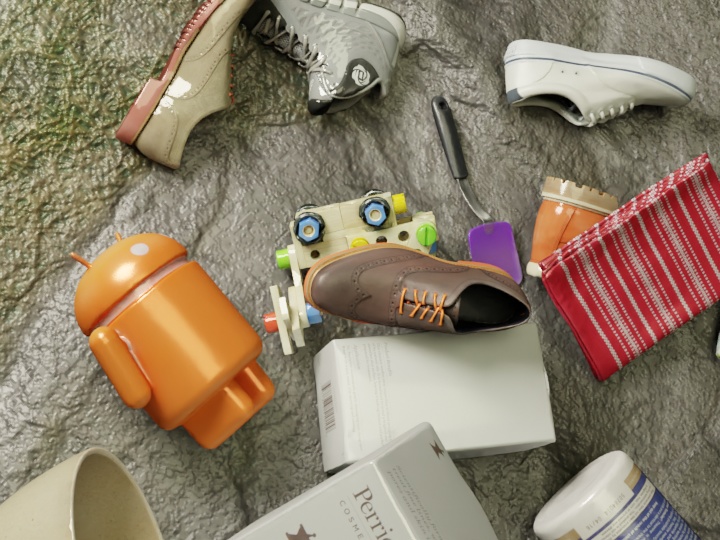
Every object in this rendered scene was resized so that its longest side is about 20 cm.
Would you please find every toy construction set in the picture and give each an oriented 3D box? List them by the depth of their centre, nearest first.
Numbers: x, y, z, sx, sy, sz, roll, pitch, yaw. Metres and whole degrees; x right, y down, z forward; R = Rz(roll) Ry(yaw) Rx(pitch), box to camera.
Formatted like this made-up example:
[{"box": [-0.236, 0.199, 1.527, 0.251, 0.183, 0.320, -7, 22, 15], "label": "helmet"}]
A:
[{"box": [0.000, 0.000, 1.225, 0.199, 0.092, 0.132, -16, 105, -12], "label": "toy construction set"}]

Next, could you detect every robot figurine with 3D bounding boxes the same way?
[{"box": [-0.163, 0.053, 1.141, 0.144, 0.117, 0.200, -39, 88, -22], "label": "robot figurine"}]

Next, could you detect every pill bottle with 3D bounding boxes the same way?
[{"box": [0.257, 0.270, 1.205, 0.111, 0.111, 0.200, -40, 88, -22], "label": "pill bottle"}]

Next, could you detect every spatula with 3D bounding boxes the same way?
[{"box": [0.106, -0.077, 1.306, 0.056, 0.021, 0.201, -13, 76, -32], "label": "spatula"}]

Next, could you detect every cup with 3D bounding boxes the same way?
[{"box": [-0.240, 0.255, 1.040, 0.142, 0.200, 0.202, -19, 80, 8], "label": "cup"}]

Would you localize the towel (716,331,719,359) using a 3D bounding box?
[{"box": [0.465, 0.038, 1.366, 0.199, 0.048, 0.172, 20, 70, -10], "label": "towel"}]

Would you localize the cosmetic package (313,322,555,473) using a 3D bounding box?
[{"box": [0.066, 0.114, 1.211, 0.198, 0.081, 0.114, -2, 75, -18], "label": "cosmetic package"}]

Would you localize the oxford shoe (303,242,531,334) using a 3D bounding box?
[{"box": [0.052, 0.019, 1.155, 0.198, 0.073, 0.072, 2, 103, -16], "label": "oxford shoe"}]

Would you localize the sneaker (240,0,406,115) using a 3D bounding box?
[{"box": [-0.055, -0.209, 1.271, 0.199, 0.075, 0.116, 13, 74, -13], "label": "sneaker"}]

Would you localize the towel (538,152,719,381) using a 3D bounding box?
[{"box": [0.276, 0.000, 1.278, 0.199, 0.022, 0.145, -34, 114, -5], "label": "towel"}]

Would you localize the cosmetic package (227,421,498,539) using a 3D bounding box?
[{"box": [-0.004, 0.248, 1.063, 0.199, 0.165, 0.165, -33, 84, 18], "label": "cosmetic package"}]

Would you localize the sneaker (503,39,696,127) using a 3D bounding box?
[{"box": [0.238, -0.178, 1.355, 0.198, 0.073, 0.071, 8, 82, -5], "label": "sneaker"}]

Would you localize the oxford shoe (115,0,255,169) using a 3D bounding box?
[{"box": [-0.139, -0.185, 1.227, 0.075, 0.070, 0.201, 35, 95, -12], "label": "oxford shoe"}]

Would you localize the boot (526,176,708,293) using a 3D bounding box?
[{"box": [0.253, -0.012, 1.315, 0.199, 0.075, 0.108, 17, 90, -17], "label": "boot"}]
